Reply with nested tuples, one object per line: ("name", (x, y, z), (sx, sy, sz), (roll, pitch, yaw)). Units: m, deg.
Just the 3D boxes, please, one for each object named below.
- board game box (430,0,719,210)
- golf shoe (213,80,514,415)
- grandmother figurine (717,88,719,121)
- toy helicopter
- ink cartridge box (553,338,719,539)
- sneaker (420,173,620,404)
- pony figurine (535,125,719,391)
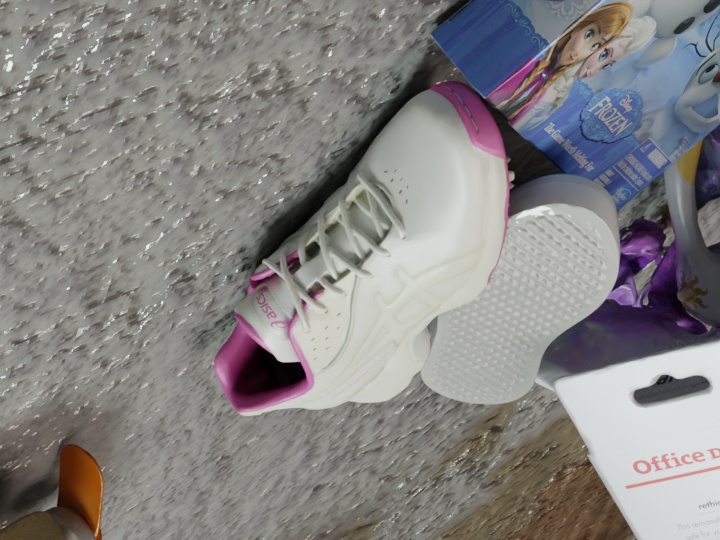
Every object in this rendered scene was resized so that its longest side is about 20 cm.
("board game box", (0.146, -0.123, 1.282), (0.199, 0.043, 0.200), (-41, 157, 7))
("golf shoe", (0.000, 0.000, 1.273), (0.091, 0.075, 0.200), (-17, 150, -33))
("grandmother figurine", (0.225, -0.078, 1.244), (0.121, 0.061, 0.200), (-9, -179, -39))
("toy helicopter", (-0.168, 0.151, 1.348), (0.132, 0.079, 0.200), (-39, 171, -20))
("ink cartridge box", (0.186, 0.097, 1.376), (0.115, 0.200, 0.067), (-15, -152, 33))
("sneaker", (0.068, -0.012, 1.354), (0.074, 0.082, 0.200), (11, 154, -11))
("pony figurine", (0.173, 0.012, 1.441), (0.166, 0.193, 0.201), (-22, 133, -34))
